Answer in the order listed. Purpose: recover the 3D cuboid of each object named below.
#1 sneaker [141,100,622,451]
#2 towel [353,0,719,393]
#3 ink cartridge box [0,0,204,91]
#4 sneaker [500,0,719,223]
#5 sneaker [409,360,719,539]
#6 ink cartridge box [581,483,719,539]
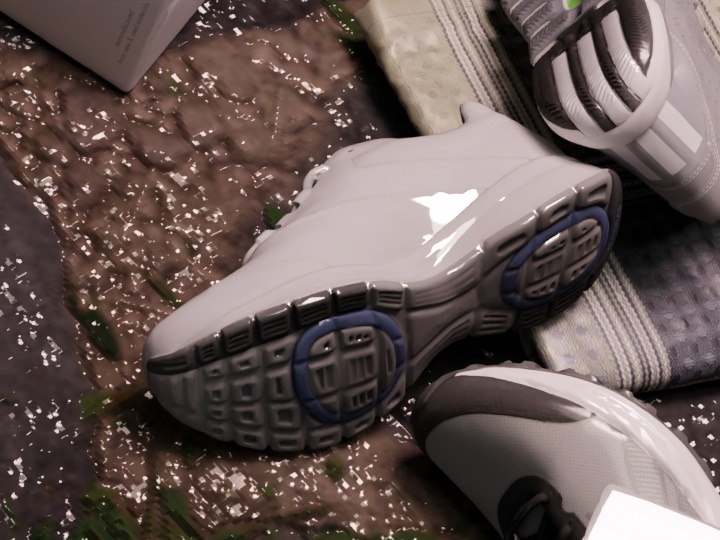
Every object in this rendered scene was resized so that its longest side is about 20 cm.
[{"bbox_3d":[0.000,0.000,1.029,0.200,0.075,0.087,-24,48,-32],"label":"sneaker"},{"bbox_3d":[0.113,-0.040,1.143,0.192,0.035,0.200,-10,61,-28],"label":"towel"},{"bbox_3d":[-0.138,-0.173,1.099,0.200,0.067,0.117,34,47,1],"label":"ink cartridge box"},{"bbox_3d":[0.117,-0.083,1.122,0.115,0.075,0.200,42,28,-26],"label":"sneaker"},{"bbox_3d":[0.095,0.108,0.982,0.200,0.074,0.079,40,52,9],"label":"sneaker"},{"bbox_3d":[0.108,0.182,0.851,0.160,0.047,0.200,23,58,7],"label":"ink cartridge box"}]
